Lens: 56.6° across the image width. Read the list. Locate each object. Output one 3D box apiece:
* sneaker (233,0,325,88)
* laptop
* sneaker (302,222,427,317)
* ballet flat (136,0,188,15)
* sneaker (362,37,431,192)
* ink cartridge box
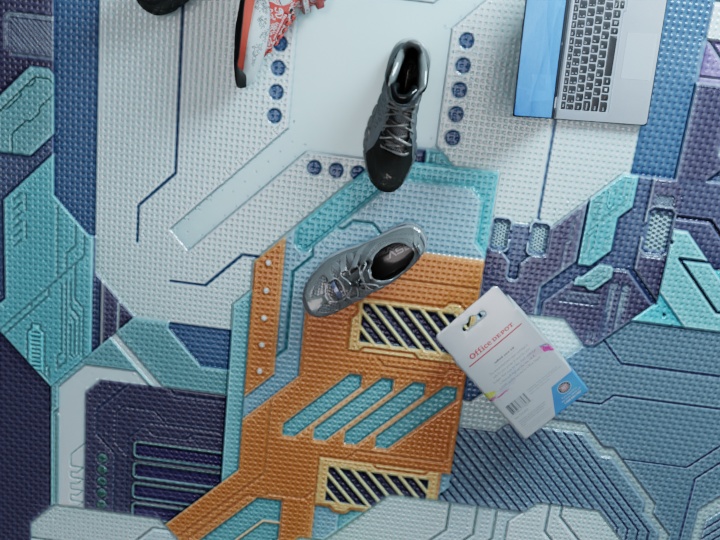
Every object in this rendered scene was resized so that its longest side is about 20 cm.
[{"bbox_3d":[-0.100,-0.325,0.849,0.107,0.067,0.203,3,120,-19],"label":"sneaker"},{"bbox_3d":[0.285,-0.278,0.817,0.197,0.116,0.190,5,104,2],"label":"laptop"},{"bbox_3d":[0.000,0.000,0.915,0.199,0.082,0.075,-35,100,10],"label":"sneaker"},{"bbox_3d":[-0.198,-0.391,0.856,0.198,0.057,0.067,-24,87,2],"label":"ballet flat"},{"bbox_3d":[0.044,-0.195,0.849,0.074,0.116,0.203,9,104,1],"label":"sneaker"},{"bbox_3d":[0.206,0.120,0.940,0.115,0.068,0.200,-41,99,11],"label":"ink cartridge box"}]
